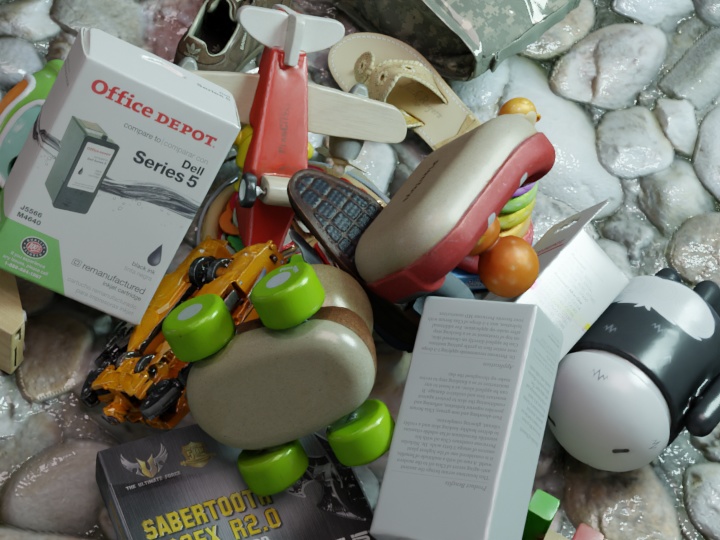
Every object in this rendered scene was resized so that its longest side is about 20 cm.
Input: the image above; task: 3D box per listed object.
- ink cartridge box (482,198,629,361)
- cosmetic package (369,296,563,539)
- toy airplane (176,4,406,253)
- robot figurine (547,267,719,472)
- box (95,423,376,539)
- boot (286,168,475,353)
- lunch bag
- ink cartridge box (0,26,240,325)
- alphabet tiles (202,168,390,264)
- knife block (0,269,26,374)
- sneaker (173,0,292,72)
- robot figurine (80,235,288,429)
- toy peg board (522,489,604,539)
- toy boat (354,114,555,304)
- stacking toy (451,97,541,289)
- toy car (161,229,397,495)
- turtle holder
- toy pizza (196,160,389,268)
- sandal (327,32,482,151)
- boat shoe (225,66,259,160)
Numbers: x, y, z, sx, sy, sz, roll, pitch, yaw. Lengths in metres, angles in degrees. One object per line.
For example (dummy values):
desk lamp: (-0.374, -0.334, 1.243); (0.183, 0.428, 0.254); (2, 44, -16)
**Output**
ink cartridge box: (0.154, 0.035, 1.680); (0.068, 0.115, 0.200); (48, 64, -7)
cosmetic package: (0.086, 0.128, 1.515); (0.101, 0.071, 0.201); (5, 69, 28)
toy airplane: (-0.082, -0.141, 1.725); (0.199, 0.141, 0.200); (-42, 100, -18)
robot figurine: (0.244, 0.087, 1.681); (0.125, 0.150, 0.200); (50, 55, -8)
box: (-0.099, 0.197, 1.577); (0.199, 0.048, 0.159); (-14, 59, -20)
boot: (0.000, 0.000, 1.665); (0.200, 0.097, 0.075); (42, 57, -6)
lunch bag: (0.100, -0.278, 1.921); (0.164, 0.118, 0.200); (-35, 63, -30)
ink cartridge box: (-0.208, -0.079, 1.607); (0.145, 0.201, 0.084); (23, 18, -18)
alphabet tiles: (-0.042, -0.016, 1.770); (0.200, 0.006, 0.166); (-34, 66, -30)
knife block: (-0.389, 0.001, 1.654); (0.174, 0.064, 0.201); (-9, 57, -16)
sneaker: (-0.117, -0.250, 1.883); (0.070, 0.076, 0.201); (24, 54, 7)
robot figurine: (-0.149, 0.057, 1.630); (0.145, 0.058, 0.200); (5, 52, 50)
toy peg board: (0.165, 0.291, 1.530); (0.198, 0.098, 0.200); (28, 54, 10)
toy boat: (0.098, -0.033, 1.598); (0.131, 0.130, 0.200); (47, 58, -12)
stacking toy: (0.122, -0.083, 1.728); (0.115, 0.201, 0.110); (-5, 55, -19)
toy car: (-0.052, 0.051, 1.573); (0.157, 0.165, 0.200); (-19, 24, 19)
turtle holder: (-0.257, -0.088, 1.716); (0.131, 0.186, 0.141); (-35, 29, -16)
toy pizza: (-0.049, -0.028, 1.753); (0.199, 0.032, 0.201); (5, 54, -7)
sandal: (0.049, -0.167, 1.843); (0.212, 0.070, 0.078); (41, 91, 16)
boat shoe: (-0.123, -0.150, 1.811); (0.071, 0.070, 0.200); (38, 55, 21)
